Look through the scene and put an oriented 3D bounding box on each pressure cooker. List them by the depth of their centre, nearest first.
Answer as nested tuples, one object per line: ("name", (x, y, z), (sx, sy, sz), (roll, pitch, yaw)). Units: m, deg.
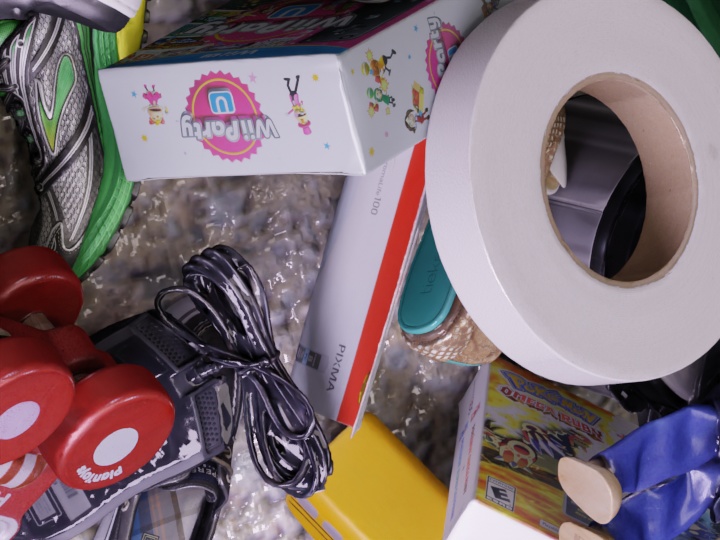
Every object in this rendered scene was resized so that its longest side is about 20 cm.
("pressure cooker", (0.176, -0.003, 1.532), (0.179, 0.200, 0.176), (-35, 114, -21))

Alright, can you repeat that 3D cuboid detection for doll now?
("doll", (0.192, 0.100, 1.438), (0.200, 0.048, 0.137), (-22, 123, -30))

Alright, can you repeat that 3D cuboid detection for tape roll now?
("tape roll", (0.119, -0.043, 1.368), (0.203, 0.037, 0.203), (6, 81, -38))

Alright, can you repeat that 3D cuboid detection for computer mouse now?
("computer mouse", (-0.120, 0.080, 1.422), (0.200, 0.053, 0.139), (-23, 96, 12))

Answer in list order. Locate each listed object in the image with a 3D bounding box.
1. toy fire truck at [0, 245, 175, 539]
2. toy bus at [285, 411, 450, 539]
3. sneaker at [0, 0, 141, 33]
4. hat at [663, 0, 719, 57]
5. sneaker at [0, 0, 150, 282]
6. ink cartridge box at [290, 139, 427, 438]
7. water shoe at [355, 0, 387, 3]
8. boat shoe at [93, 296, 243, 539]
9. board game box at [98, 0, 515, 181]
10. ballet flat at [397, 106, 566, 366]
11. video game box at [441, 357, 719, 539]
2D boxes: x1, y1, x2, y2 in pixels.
("toy fire truck", (-0.200, 0.075, 1.312), (0.168, 0.112, 0.200), (-48, 150, 13))
("toy bus", (0.050, 0.174, 1.521), (0.065, 0.078, 0.200), (-43, 82, -17))
("sneaker", (-0.214, -0.124, 1.329), (0.200, 0.073, 0.112), (21, 93, 1))
("hat", (0.127, -0.173, 1.573), (0.200, 0.176, 0.166), (53, 35, -35))
("sneaker", (-0.158, -0.087, 1.401), (0.085, 0.078, 0.200), (2, 89, -24))
("ink cartridge box", (0.000, 0.000, 1.435), (0.047, 0.200, 0.160), (16, 92, 1))
("water shoe", (-0.040, -0.190, 1.397), (0.079, 0.200, 0.072), (-26, 139, -50))
("boat shoe", (-0.099, 0.114, 1.470), (0.070, 0.066, 0.200), (22, 88, -32))
("board game box", (-0.011, -0.107, 1.391), (0.200, 0.147, 0.064), (-36, 119, -50))
("ballet flat", (0.074, -0.039, 1.479), (0.065, 0.070, 0.200), (33, 70, -39))
("video game box", (0.145, 0.141, 1.516), (0.200, 0.182, 0.047), (26, 111, -6))
